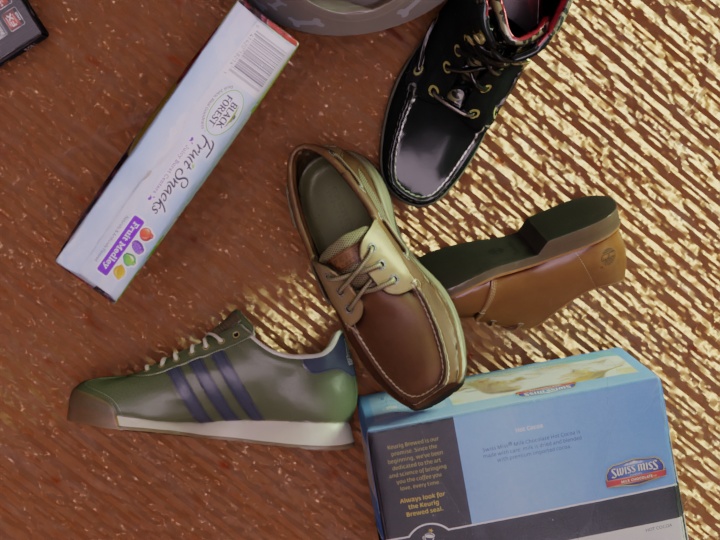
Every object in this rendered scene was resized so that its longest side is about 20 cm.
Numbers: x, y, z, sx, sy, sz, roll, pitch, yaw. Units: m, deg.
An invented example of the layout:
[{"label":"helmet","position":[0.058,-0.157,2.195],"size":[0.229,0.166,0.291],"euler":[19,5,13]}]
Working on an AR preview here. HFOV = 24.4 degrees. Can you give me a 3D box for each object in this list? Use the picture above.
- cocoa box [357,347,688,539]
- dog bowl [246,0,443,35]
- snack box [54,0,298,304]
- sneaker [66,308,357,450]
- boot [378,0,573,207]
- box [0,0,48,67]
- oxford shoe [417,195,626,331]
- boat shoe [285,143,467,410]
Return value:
[{"label":"cocoa box","position":[0.105,0.140,1.132],"size":[0.198,0.133,0.132],"euler":[-11,96,-2]},{"label":"dog bowl","position":[-0.006,-0.235,1.074],"size":[0.198,0.059,0.201],"euler":[-5,55,7]},{"label":"snack box","position":[-0.119,-0.082,1.092],"size":[0.053,0.142,0.201],"euler":[36,93,-8]},{"label":"sneaker","position":[-0.098,0.071,1.153],"size":[0.198,0.067,0.091],"euler":[6,88,-4]},{"label":"boot","position":[0.074,-0.135,1.090],"size":[0.073,0.154,0.205],"euler":[26,94,-6]},{"label":"box","position":[-0.328,-0.201,1.115],"size":[0.158,0.048,0.201],"euler":[-31,96,-1]},{"label":"oxford shoe","position":[0.091,0.016,1.154],"size":[0.199,0.071,0.072],"euler":[-18,115,4]},{"label":"boat shoe","position":[0.000,0.000,1.098],"size":[0.075,0.074,0.201],"euler":[-36,63,14]}]
